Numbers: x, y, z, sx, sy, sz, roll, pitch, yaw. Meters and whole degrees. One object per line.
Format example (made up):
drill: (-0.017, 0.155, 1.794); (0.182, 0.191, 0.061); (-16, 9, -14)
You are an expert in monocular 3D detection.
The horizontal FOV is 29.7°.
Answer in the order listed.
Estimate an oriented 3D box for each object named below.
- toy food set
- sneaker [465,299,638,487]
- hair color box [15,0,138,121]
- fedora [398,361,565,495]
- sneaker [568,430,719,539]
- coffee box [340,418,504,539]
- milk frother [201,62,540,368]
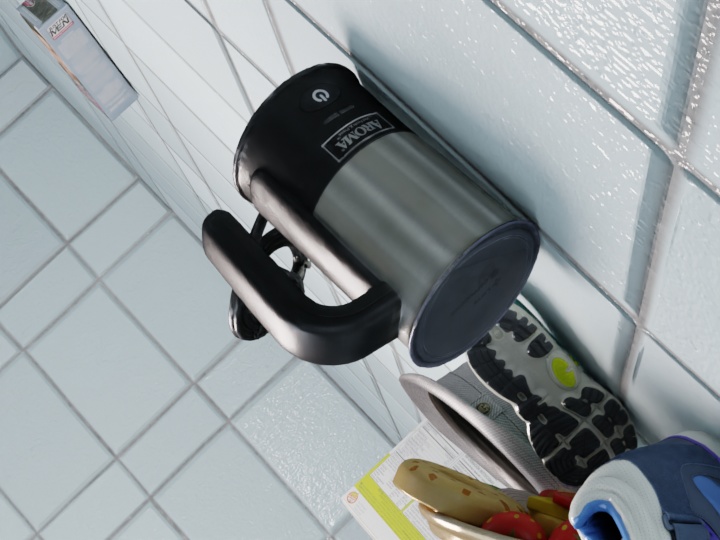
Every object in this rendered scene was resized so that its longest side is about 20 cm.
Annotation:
toy food set: (0.135, 0.181, 0.980); (0.197, 0.049, 0.199); (13, 177, -43)
sneaker: (0.149, 0.088, 1.053); (0.201, 0.077, 0.080); (53, -168, -19)
hair color box: (-0.432, -0.331, 2.075); (0.099, 0.061, 0.201); (39, 168, 46)
fedora: (0.135, 0.126, 1.169); (0.199, 0.090, 0.177); (34, 166, 47)
sneaker: (0.216, 0.193, 0.829); (0.200, 0.145, 0.081); (48, 137, 27)
coffee box: (0.133, 0.357, 1.910); (0.200, 0.198, 0.200); (42, 172, 42)
milk frother: (0.000, 0.000, 0.936); (0.188, 0.180, 0.201); (43, 168, 28)
